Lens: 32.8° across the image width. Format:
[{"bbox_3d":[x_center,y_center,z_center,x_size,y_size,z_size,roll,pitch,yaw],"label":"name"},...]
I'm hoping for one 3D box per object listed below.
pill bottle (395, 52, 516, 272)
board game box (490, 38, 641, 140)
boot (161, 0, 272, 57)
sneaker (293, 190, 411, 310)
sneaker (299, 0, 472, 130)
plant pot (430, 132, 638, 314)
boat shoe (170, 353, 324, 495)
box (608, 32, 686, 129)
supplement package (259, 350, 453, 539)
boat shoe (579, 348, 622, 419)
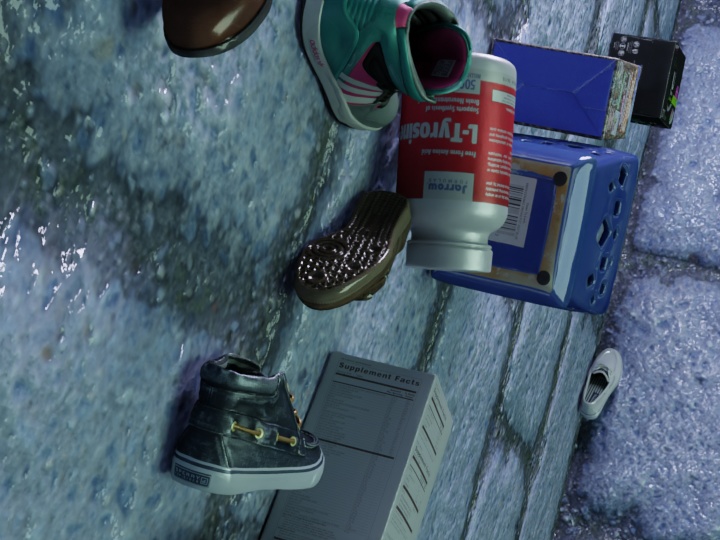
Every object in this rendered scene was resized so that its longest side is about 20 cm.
[{"bbox_3d":[0.091,-0.101,1.184,0.112,0.111,0.204,7,86,-71],"label":"pill bottle"},{"bbox_3d":[0.257,-0.228,1.555,0.200,0.157,0.098,-17,118,-68],"label":"board game box"},{"bbox_3d":[-0.089,-0.247,0.684,0.201,0.068,0.190,73,35,-54],"label":"boot"},{"bbox_3d":[0.000,0.000,1.085,0.200,0.069,0.077,-48,146,-55],"label":"sneaker"},{"bbox_3d":[0.034,-0.167,1.005,0.200,0.119,0.085,49,55,-67],"label":"sneaker"},{"bbox_3d":[0.196,-0.060,1.437,0.179,0.197,0.203,-1,103,-64],"label":"plant pot"},{"bbox_3d":[-0.071,0.117,0.945,0.200,0.070,0.092,12,94,-69],"label":"boat shoe"},{"bbox_3d":[0.545,-0.363,2.361,0.200,0.123,0.151,-2,104,-69],"label":"box"},{"bbox_3d":[0.001,0.196,1.140,0.110,0.112,0.202,67,40,-57],"label":"supplement package"},{"bbox_3d":[0.569,0.255,2.873,0.067,0.073,0.202,82,28,-51],"label":"boat shoe"}]
